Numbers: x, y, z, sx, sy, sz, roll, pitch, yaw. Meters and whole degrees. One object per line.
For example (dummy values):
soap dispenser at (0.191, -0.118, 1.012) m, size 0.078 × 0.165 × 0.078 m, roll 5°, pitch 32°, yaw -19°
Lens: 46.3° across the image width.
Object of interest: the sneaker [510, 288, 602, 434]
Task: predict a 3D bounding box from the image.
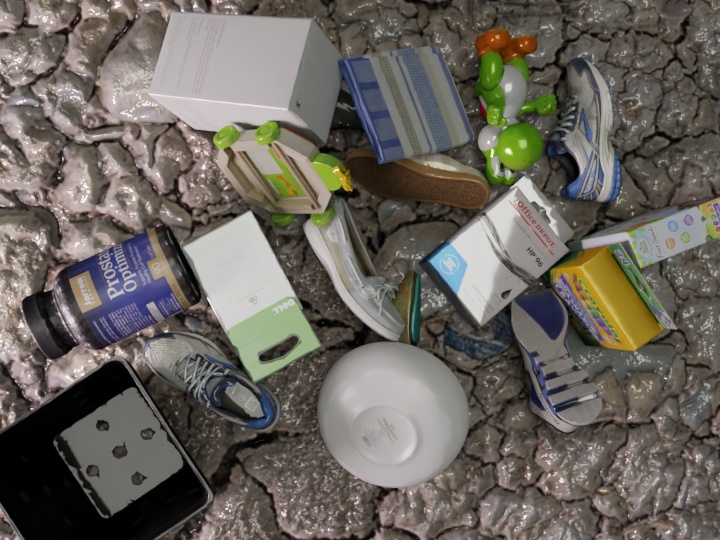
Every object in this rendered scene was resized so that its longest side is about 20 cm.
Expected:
sneaker at (0.248, 0.135, 1.131) m, size 0.080 × 0.115 × 0.200 m, roll -11°, pitch 59°, yaw -8°

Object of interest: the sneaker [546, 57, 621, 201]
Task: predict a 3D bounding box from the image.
sneaker at (0.297, -0.190, 1.148) m, size 0.085 × 0.077 × 0.201 m, roll -9°, pitch 87°, yaw -3°

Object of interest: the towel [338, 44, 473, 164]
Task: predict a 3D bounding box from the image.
towel at (0.064, -0.220, 1.102) m, size 0.200 × 0.024 × 0.147 m, roll -21°, pitch 88°, yaw -44°

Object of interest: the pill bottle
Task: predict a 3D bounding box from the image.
pill bottle at (-0.311, 0.031, 1.059) m, size 0.199 × 0.112 × 0.112 m, roll -26°, pitch 90°, yaw -7°

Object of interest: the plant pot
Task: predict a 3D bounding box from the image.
plant pot at (-0.306, 0.234, 1.016) m, size 0.200 × 0.177 × 0.200 m, roll -34°, pitch 90°, yaw -8°

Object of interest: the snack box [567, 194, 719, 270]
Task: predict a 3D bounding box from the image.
snack box at (0.372, -0.044, 1.091) m, size 0.142 × 0.200 × 0.053 m, roll -22°, pitch 90°, yaw -7°

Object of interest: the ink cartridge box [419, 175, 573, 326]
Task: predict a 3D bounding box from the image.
ink cartridge box at (0.194, -0.032, 1.138) m, size 0.200 × 0.068 × 0.116 m, roll -40°, pitch 92°, yaw -7°

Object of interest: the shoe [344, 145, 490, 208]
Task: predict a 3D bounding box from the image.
shoe at (0.077, -0.131, 1.142) m, size 0.199 × 0.070 × 0.053 m, roll 14°, pitch 46°, yaw -2°

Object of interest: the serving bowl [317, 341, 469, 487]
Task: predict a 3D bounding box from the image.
serving bowl at (0.035, 0.194, 1.068) m, size 0.199 × 0.066 × 0.201 m, roll 4°, pitch 109°, yaw 12°

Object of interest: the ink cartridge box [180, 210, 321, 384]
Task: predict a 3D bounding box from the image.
ink cartridge box at (-0.142, 0.034, 1.103) m, size 0.104 × 0.059 × 0.200 m, roll -28°, pitch 90°, yaw -6°

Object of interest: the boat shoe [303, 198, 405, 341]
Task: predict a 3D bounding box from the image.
boat shoe at (0.000, 0.000, 1.088) m, size 0.065 × 0.074 × 0.202 m, roll -38°, pitch 67°, yaw 15°

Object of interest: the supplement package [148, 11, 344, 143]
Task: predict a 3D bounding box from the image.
supplement package at (-0.138, -0.240, 1.050) m, size 0.199 × 0.117 × 0.117 m, roll 11°, pitch 80°, yaw 22°

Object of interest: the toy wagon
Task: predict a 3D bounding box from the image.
toy wagon at (-0.087, -0.120, 1.051) m, size 0.155 × 0.199 × 0.040 m, roll 55°, pitch 49°, yaw -39°

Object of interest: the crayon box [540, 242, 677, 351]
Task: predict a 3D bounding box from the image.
crayon box at (0.307, 0.036, 1.080) m, size 0.052 × 0.200 × 0.126 m, roll -34°, pitch 90°, yaw -7°

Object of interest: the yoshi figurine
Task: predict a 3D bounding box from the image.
yoshi figurine at (0.204, -0.215, 1.116) m, size 0.112 × 0.112 × 0.201 m, roll 0°, pitch 91°, yaw 10°

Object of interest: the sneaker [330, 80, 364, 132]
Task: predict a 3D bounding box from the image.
sneaker at (-0.030, -0.198, 1.127) m, size 0.200 × 0.071 × 0.099 m, roll 30°, pitch 88°, yaw 0°

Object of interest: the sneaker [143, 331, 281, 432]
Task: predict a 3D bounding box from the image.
sneaker at (-0.188, 0.139, 1.080) m, size 0.200 × 0.085 × 0.077 m, roll 30°, pitch 84°, yaw -3°

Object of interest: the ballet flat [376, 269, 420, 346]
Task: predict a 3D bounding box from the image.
ballet flat at (0.052, 0.100, 1.121) m, size 0.070 × 0.071 × 0.201 m, roll -2°, pitch 87°, yaw -6°
